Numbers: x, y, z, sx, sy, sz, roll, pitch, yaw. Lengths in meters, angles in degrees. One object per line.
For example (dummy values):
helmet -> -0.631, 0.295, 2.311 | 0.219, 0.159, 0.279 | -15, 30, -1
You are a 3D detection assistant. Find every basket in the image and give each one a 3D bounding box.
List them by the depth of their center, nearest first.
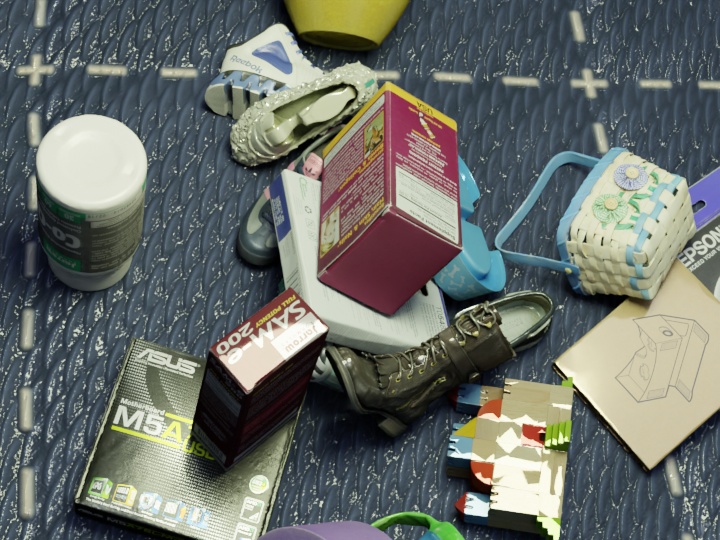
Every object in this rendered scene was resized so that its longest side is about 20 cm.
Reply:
basket -> 0.277, -0.062, 1.649 | 0.199, 0.140, 0.177 | 12, 54, 37

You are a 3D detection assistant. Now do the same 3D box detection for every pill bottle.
pill bottle -> -0.284, -0.065, 1.492 | 0.112, 0.200, 0.114 | 5, 61, -8

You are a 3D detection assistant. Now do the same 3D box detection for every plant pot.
plant pot -> -0.019, -0.349, 1.720 | 0.198, 0.200, 0.143 | 8, 87, -7

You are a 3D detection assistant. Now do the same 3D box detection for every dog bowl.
dog bowl -> 0.102, -0.055, 1.623 | 0.111, 0.049, 0.202 | 19, 47, -53

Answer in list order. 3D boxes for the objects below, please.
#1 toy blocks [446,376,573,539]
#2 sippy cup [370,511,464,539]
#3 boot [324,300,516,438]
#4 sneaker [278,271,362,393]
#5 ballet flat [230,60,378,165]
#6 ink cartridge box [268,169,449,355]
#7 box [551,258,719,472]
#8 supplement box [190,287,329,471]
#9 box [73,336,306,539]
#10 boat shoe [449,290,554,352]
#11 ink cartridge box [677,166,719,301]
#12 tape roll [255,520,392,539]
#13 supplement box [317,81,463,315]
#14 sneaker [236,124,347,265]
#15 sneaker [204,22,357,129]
toy blocks -> 0.152, 0.195, 1.515 | 0.135, 0.100, 0.202 | 7, 60, 6
sippy cup -> 0.059, 0.338, 1.397 | 0.129, 0.141, 0.178 | -25, 28, -11
boot -> 0.067, 0.086, 1.470 | 0.173, 0.200, 0.070 | -35, 58, 7
sneaker -> -0.039, 0.053, 1.571 | 0.087, 0.074, 0.201 | 36, 37, -36
ballet flat -> -0.072, -0.176, 1.611 | 0.199, 0.072, 0.072 | -28, 65, 18
ink cartridge box -> 0.000, 0.000, 1.547 | 0.199, 0.041, 0.201 | 17, 46, -33
box -> 0.343, 0.104, 1.608 | 0.200, 0.021, 0.164 | -38, 74, -13
supplement box -> -0.102, 0.110, 1.386 | 0.109, 0.200, 0.061 | -38, 75, -28
box -> -0.174, 0.187, 1.470 | 0.198, 0.048, 0.195 | 18, 62, -2
boat shoe -> 0.128, 0.074, 1.581 | 0.199, 0.060, 0.076 | -27, 70, -23
ink cartridge box -> 0.452, -0.025, 1.708 | 0.197, 0.043, 0.200 | -33, 72, -23
tape roll -> -0.033, 0.339, 1.323 | 0.085, 0.200, 0.201 | 4, 55, -48
supplement box -> 0.031, -0.078, 1.506 | 0.103, 0.131, 0.201 | 28, 41, -25
sneaker -> -0.072, -0.094, 1.617 | 0.070, 0.082, 0.200 | 34, 62, 5
sneaker -> -0.080, -0.237, 1.693 | 0.197, 0.081, 0.116 | 10, 63, -4
